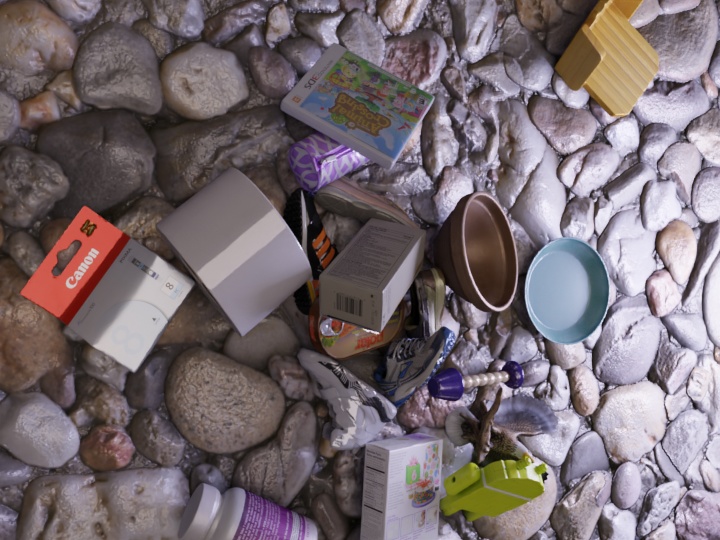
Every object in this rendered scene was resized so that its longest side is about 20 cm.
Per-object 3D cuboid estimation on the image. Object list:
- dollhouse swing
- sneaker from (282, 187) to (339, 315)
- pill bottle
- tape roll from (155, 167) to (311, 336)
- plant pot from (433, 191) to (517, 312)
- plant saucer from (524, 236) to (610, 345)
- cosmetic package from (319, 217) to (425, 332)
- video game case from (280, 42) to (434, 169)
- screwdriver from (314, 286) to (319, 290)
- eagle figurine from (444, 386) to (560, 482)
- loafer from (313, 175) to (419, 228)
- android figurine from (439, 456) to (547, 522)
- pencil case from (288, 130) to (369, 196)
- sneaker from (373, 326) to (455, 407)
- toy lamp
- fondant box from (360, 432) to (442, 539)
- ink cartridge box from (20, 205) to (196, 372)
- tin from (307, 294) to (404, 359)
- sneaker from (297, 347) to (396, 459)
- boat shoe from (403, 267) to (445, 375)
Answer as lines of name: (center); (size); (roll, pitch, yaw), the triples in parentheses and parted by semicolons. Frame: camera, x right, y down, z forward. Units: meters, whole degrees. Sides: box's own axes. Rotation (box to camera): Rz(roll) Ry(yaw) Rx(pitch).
dollhouse swing: (0.501, -0.427, 1.173); (0.175, 0.182, 0.201); (38, 77, 5)
sneaker: (-0.071, -0.034, 1.025); (0.088, 0.069, 0.206); (-8, 93, -34)
pill bottle: (-0.174, 0.406, 0.960); (0.198, 0.112, 0.114); (31, 81, -17)
tape roll: (-0.182, -0.026, 0.909); (0.138, 0.202, 0.204); (-39, 102, -14)
plant pot: (0.189, -0.026, 1.076); (0.199, 0.091, 0.206); (18, 67, -48)
plant saucer: (0.390, 0.039, 1.197); (0.195, 0.036, 0.206); (0, 90, -19)
cosmetic package: (0.022, 0.001, 0.951); (0.103, 0.200, 0.073); (15, 123, 19)
video game case: (0.000, -0.268, 0.993); (0.197, 0.022, 0.184); (29, 55, 4)
screwdriver: (0.000, 0.000, 1.031); (0.197, 0.028, 0.030); (-14, 111, -41)
eagle figurine: (0.264, 0.306, 1.124); (0.151, 0.153, 0.198); (-39, 143, 24)
loafer: (0.019, -0.112, 1.051); (0.196, 0.072, 0.064); (23, 62, -15)
android figurine: (0.231, 0.374, 1.069); (0.179, 0.200, 0.042); (24, 39, -29)
pencil case: (-0.024, -0.201, 1.004); (0.199, 0.085, 0.085); (-36, 101, -31)
sneaker: (0.079, 0.147, 1.018); (0.085, 0.201, 0.077); (41, 42, 6)
toy lamp: (0.203, 0.194, 1.098); (0.196, 0.058, 0.060); (-3, 91, -33)
fondant box: (0.070, 0.388, 1.047); (0.142, 0.057, 0.206); (4, 90, -45)
ink cartridge box: (-0.370, 0.027, 0.923); (0.199, 0.047, 0.162); (37, 79, -18)
tin: (-0.004, 0.077, 1.020); (0.197, 0.041, 0.115); (-11, 96, -44)
sneaker: (-0.042, 0.220, 1.025); (0.199, 0.075, 0.116); (38, 80, -14)
boat shoe: (0.104, 0.094, 1.069); (0.063, 0.073, 0.205); (-2, 105, -12)
